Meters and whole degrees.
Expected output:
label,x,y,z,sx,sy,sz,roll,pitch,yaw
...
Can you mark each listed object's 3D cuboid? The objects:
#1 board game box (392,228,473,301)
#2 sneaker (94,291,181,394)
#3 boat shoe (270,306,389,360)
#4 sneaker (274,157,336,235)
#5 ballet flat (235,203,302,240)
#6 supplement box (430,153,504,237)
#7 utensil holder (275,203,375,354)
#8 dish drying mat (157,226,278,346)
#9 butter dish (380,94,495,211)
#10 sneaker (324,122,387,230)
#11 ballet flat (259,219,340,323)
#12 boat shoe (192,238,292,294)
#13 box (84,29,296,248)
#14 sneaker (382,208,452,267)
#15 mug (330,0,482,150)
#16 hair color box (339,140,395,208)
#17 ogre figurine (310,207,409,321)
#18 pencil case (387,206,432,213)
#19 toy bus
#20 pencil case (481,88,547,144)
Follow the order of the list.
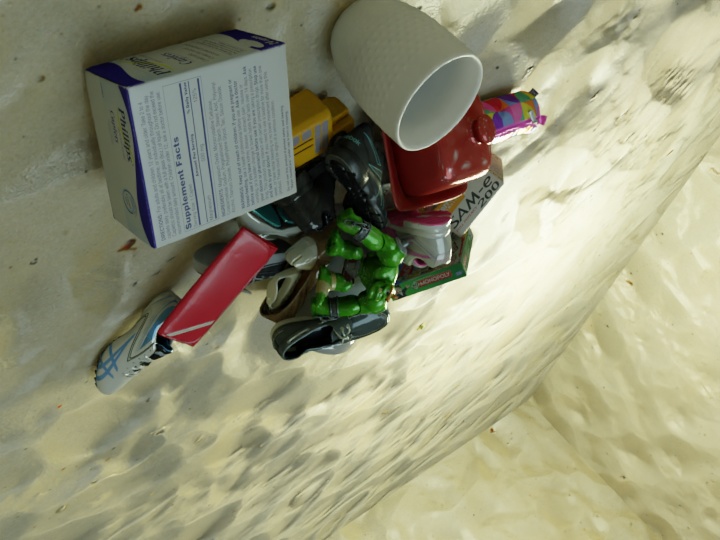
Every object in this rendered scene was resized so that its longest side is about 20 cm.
label,x,y,z,sx,sy,sz,roll,pitch,yaw
board game box,0.126,-0.016,1.436,0.134,0.029,0.200,-19,-164,17
sneaker,-0.330,0.121,1.242,0.200,0.073,0.072,-48,157,14
boat shoe,-0.043,0.102,1.319,0.198,0.062,0.073,-11,125,-11
sneaker,-0.070,-0.104,1.196,0.076,0.091,0.200,-29,-170,23
ballet flat,-0.143,-0.072,1.234,0.070,0.069,0.200,-50,159,15
supplement box,0.196,-0.154,1.501,0.126,0.073,0.200,-52,-175,21
utensil holder,-0.042,0.012,1.399,0.169,0.170,0.201,-9,137,-51
dish drying mat,-0.205,0.028,1.185,0.200,0.018,0.077,-48,137,11
butter dish,0.138,-0.205,1.254,0.199,0.147,0.201,-19,102,-46
sneaker,0.012,-0.130,1.191,0.080,0.075,0.200,-57,154,-19
ballet flat,-0.102,0.003,1.293,0.072,0.068,0.201,3,129,-51
boat shoe,-0.184,-0.004,1.264,0.199,0.073,0.069,-20,134,-59
box,-0.183,-0.153,0.921,0.199,0.105,0.185,-26,129,-34
sneaker,0.076,-0.050,1.295,0.081,0.200,0.089,-16,106,-21
mug,0.050,-0.256,1.090,0.147,0.175,0.200,-37,156,-12
hair color box,0.056,-0.160,1.350,0.199,0.099,0.061,-14,144,-48
ogre figurine,0.000,0.000,1.244,0.119,0.098,0.202,9,109,-12
pencil case,0.047,-0.065,1.517,0.200,0.088,0.087,-51,155,17
toy bus,-0.102,-0.180,1.114,0.199,0.065,0.079,-33,153,-20
pencil case,0.246,-0.271,1.485,0.199,0.088,0.089,-23,149,-37
